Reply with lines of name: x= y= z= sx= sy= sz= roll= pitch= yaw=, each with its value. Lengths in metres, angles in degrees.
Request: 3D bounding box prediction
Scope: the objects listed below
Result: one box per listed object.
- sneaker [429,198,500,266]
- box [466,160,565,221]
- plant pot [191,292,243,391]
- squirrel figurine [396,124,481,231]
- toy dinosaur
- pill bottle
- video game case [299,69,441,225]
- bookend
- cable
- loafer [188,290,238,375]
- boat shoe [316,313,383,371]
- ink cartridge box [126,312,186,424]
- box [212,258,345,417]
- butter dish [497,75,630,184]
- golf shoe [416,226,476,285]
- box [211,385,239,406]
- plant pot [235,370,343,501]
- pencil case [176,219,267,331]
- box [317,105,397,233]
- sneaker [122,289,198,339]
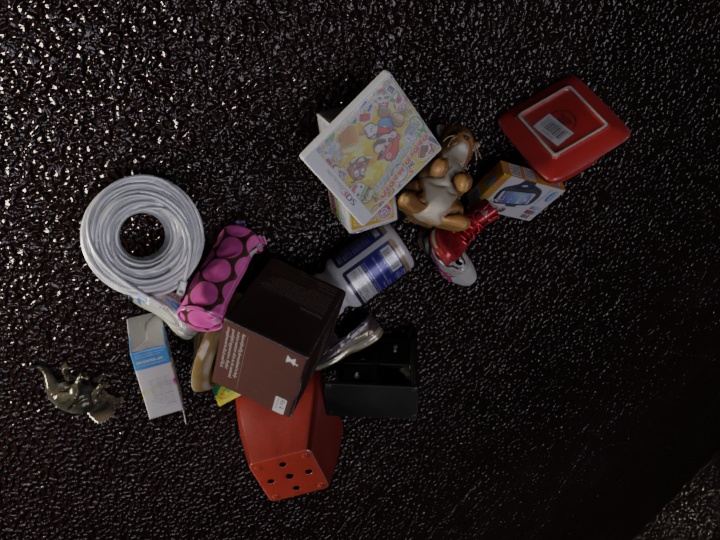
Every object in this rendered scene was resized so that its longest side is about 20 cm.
sneaker: x=0.211 y=-0.090 z=1.233 sx=0.115 sy=0.201 sz=0.078 roll=-37 pitch=101 yaw=31
box: x=0.340 y=-0.164 z=1.320 sx=0.197 sy=0.042 sz=0.119 roll=10 pitch=146 yaw=-27
plant pot: x=-0.258 y=0.141 z=1.176 sx=0.027 sy=0.200 sz=0.203 roll=22 pitch=113 yaw=8
squirrel figurine: x=0.154 y=-0.181 z=1.191 sx=0.139 sy=0.200 sz=0.190 roll=18 pitch=85 yaw=-3
toy dinosaur: x=-0.533 y=0.235 z=1.168 sx=0.198 sy=0.077 sz=0.103 roll=23 pitch=101 yaw=-36
pill bottle: x=0.000 y=0.000 z=1.247 sx=0.199 sy=0.116 sz=0.116 roll=-35 pitch=127 yaw=-1
video game case: x=0.022 y=-0.203 z=1.054 sx=0.200 sy=0.023 sz=0.182 roll=-44 pitch=127 yaw=2
bookend: x=0.031 y=0.222 z=1.373 sx=0.195 sy=0.201 sz=0.094 roll=2 pitch=123 yaw=5
cable: x=-0.364 y=-0.058 z=1.042 sx=0.198 sy=0.069 sz=0.203 roll=27 pitch=86 yaw=-23
loafer: x=-0.297 y=0.119 z=1.207 sx=0.067 sy=0.076 sz=0.203 roll=22 pitch=100 yaw=4
boat shoe: x=-0.047 y=0.157 z=1.352 sx=0.198 sy=0.072 sz=0.066 roll=-28 pitch=100 yaw=10
ink cartridge box: x=-0.389 y=0.197 z=1.185 sx=0.067 sy=0.115 sz=0.203 roll=-13 pitch=123 yaw=-16
box: x=-0.147 y=0.119 z=1.139 sx=0.162 sy=0.201 sz=0.168 roll=24 pitch=127 yaw=4
butter dish: x=0.405 y=-0.258 z=1.260 sx=0.197 sy=0.201 sz=0.148 roll=-29 pitch=151 yaw=-4
golf shoe: x=0.199 y=-0.017 z=1.344 sx=0.073 sy=0.092 sz=0.199 roll=-46 pitch=128 yaw=6
box: x=-0.204 y=0.209 z=1.278 sx=0.197 sy=0.117 sz=0.049 roll=-25 pitch=88 yaw=-9
plant pot: x=-0.150 y=0.369 z=1.330 sx=0.197 sy=0.178 sz=0.202 roll=-16 pitch=127 yaw=5
pencil case: x=-0.241 y=0.012 z=1.092 sx=0.092 sy=0.202 sz=0.091 roll=9 pitch=147 yaw=17
box: x=-0.004 y=-0.188 z=1.133 sx=0.100 sy=0.113 sz=0.203 roll=-17 pitch=123 yaw=-15
sneaker: x=-0.371 y=0.046 z=1.125 sx=0.199 sy=0.072 sz=0.073 roll=39 pitch=76 yaw=-19
